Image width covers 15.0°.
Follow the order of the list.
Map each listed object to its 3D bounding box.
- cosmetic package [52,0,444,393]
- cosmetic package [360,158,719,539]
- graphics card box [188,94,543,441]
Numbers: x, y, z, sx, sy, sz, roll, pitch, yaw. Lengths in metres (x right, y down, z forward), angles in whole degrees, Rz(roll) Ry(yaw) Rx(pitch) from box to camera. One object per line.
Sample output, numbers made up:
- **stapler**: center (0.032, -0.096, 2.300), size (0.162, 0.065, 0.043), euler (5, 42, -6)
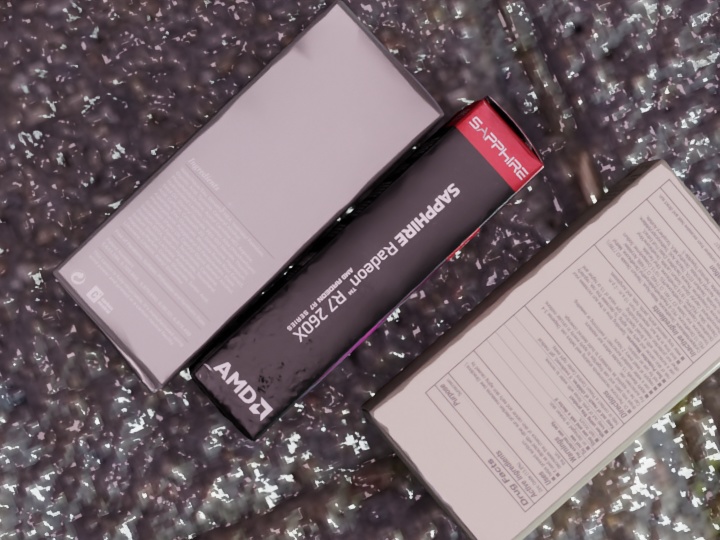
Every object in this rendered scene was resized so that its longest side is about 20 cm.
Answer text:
- **cosmetic package**: center (-0.057, -0.037, 1.378), size (0.200, 0.107, 0.090), euler (-41, 91, -2)
- **cosmetic package**: center (0.107, 0.045, 1.403), size (0.200, 0.071, 0.105), euler (-39, 92, -4)
- **graphics card box**: center (0.000, 0.000, 1.371), size (0.200, 0.125, 0.051), euler (-42, 93, -4)
